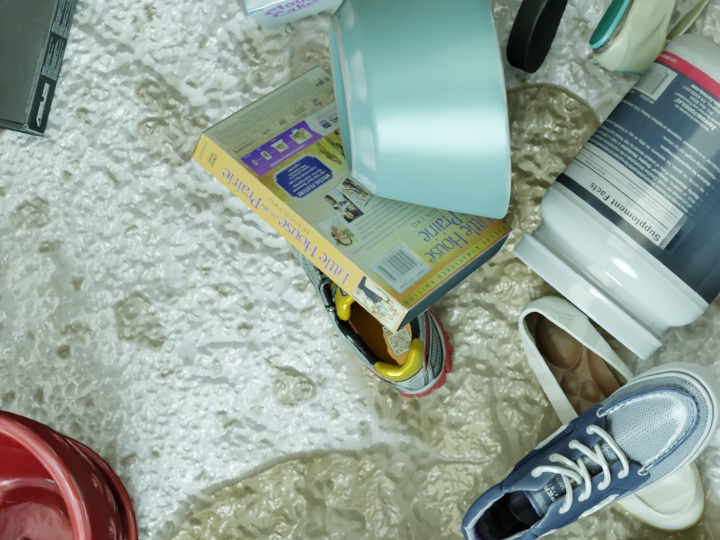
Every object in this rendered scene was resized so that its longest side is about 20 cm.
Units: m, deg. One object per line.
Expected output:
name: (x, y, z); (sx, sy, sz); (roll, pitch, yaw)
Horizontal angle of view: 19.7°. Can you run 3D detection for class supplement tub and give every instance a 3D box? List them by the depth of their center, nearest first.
supplement tub: (0.217, -0.052, 1.449); (0.140, 0.140, 0.200); (40, 94, 13)

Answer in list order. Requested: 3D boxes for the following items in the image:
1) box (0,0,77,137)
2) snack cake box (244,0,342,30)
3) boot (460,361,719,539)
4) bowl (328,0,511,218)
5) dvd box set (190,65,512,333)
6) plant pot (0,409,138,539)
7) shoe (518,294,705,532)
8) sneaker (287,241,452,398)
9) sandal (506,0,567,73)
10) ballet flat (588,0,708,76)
box: (-0.319, -0.222, 1.627); (0.193, 0.048, 0.200); (14, 88, 15)
snack cake box: (-0.052, -0.297, 1.567); (0.115, 0.067, 0.200); (-17, 82, 9)
boot: (0.160, 0.137, 1.427); (0.200, 0.090, 0.073); (-41, 81, 36)
bowl: (0.037, -0.128, 1.454); (0.105, 0.201, 0.201); (-8, 83, -3)
dvd box set: (-0.004, -0.056, 1.504); (0.200, 0.146, 0.029); (40, 133, 12)
plant pot: (-0.262, 0.200, 1.505); (0.200, 0.182, 0.201); (-1, 85, 13)
shoe: (0.175, 0.104, 1.487); (0.070, 0.053, 0.200); (-37, 79, 7)
sneaker: (0.000, 0.000, 1.520); (0.078, 0.082, 0.200); (-36, 78, 7)
sandal: (0.166, -0.236, 1.514); (0.048, 0.075, 0.201); (23, 99, 19)
ballet flat: (0.235, -0.231, 1.508); (0.069, 0.069, 0.200); (27, 93, 13)
